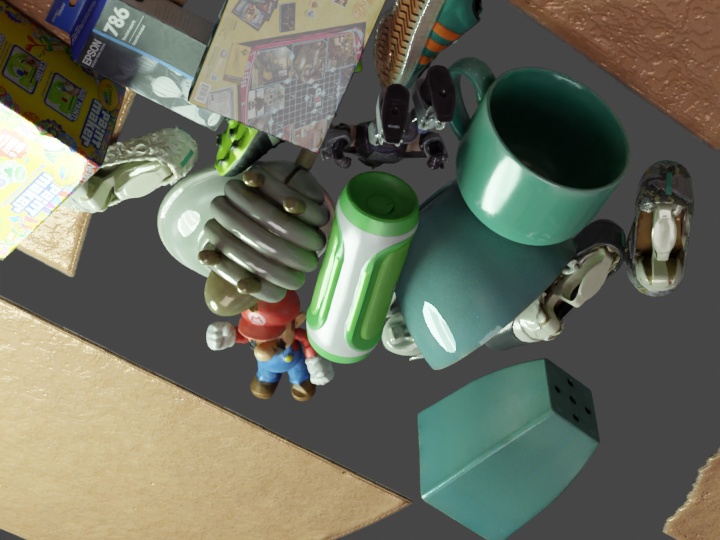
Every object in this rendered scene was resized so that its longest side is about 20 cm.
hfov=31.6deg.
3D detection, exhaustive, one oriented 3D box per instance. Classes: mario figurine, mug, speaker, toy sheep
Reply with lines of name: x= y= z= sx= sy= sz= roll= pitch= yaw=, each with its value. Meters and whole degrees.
mario figurine: x=-0.107 y=0.101 z=1.519 sx=0.123 sy=0.106 sz=0.201 roll=-28 pitch=146 yaw=-12
mug: x=0.163 y=-0.114 z=1.238 sx=0.150 sy=0.187 sz=0.115 roll=-3 pitch=146 yaw=-25
speaker: x=0.000 y=0.000 z=1.277 sx=0.087 sy=0.089 sz=0.201 roll=12 pitch=133 yaw=-5
toy sheep: x=-0.093 y=-0.042 z=1.275 sx=0.137 sy=0.138 sz=0.201 roll=32 pitch=97 yaw=-25

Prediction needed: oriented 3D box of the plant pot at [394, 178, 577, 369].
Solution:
plant pot: x=0.108 y=-0.015 z=1.327 sx=0.135 sy=0.200 sz=0.200 roll=49 pitch=128 yaw=-5

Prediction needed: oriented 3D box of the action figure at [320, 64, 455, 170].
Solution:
action figure: x=0.028 y=-0.129 z=1.216 sx=0.128 sy=0.070 sz=0.200 roll=-7 pitch=171 yaw=-13

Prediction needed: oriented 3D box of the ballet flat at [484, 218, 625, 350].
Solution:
ballet flat: x=0.211 y=0.027 z=1.378 sx=0.073 sy=0.073 sz=0.200 roll=36 pitch=109 yaw=-28

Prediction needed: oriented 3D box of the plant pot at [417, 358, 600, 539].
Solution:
plant pot: x=0.191 y=0.212 z=1.579 sx=0.141 sy=0.142 sz=0.200 roll=35 pitch=124 yaw=-27

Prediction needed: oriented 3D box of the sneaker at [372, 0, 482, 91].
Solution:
sneaker: x=0.070 y=-0.228 z=1.167 sx=0.079 sy=0.072 sz=0.200 roll=-9 pitch=157 yaw=-21

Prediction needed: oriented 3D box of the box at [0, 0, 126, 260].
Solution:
box: x=-0.378 y=-0.147 z=1.285 sx=0.192 sy=0.123 sz=0.199 roll=33 pitch=132 yaw=-27

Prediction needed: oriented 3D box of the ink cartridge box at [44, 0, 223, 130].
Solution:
ink cartridge box: x=-0.206 y=-0.220 z=1.243 sx=0.198 sy=0.040 sz=0.100 roll=25 pitch=135 yaw=-17

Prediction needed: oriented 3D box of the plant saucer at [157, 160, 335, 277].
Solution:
plant saucer: x=-0.123 y=-0.036 z=1.393 sx=0.197 sy=0.051 sz=0.201 roll=-3 pitch=142 yaw=-2

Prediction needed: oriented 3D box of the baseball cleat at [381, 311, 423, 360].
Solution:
baseball cleat: x=0.121 y=0.057 z=1.483 sx=0.197 sy=0.071 sz=0.107 roll=-8 pitch=169 yaw=0

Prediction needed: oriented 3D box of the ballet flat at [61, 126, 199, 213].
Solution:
ballet flat: x=-0.263 y=-0.099 z=1.361 sx=0.198 sy=0.072 sz=0.072 roll=-18 pitch=132 yaw=26

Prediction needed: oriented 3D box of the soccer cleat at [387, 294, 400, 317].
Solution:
soccer cleat: x=0.019 y=-0.019 z=1.414 sx=0.085 sy=0.070 sz=0.201 roll=-7 pitch=140 yaw=-8

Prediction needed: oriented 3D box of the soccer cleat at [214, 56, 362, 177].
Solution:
soccer cleat: x=-0.074 y=-0.155 z=1.267 sx=0.080 sy=0.068 sz=0.200 roll=20 pitch=131 yaw=-32

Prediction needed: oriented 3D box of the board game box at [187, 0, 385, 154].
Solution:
board game box: x=-0.061 y=-0.223 z=1.163 sx=0.134 sy=0.035 sz=0.202 roll=21 pitch=112 yaw=-14

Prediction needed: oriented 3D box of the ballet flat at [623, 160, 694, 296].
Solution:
ballet flat: x=0.317 y=-0.024 z=1.354 sx=0.071 sy=0.073 sz=0.202 roll=0 pitch=137 yaw=8
